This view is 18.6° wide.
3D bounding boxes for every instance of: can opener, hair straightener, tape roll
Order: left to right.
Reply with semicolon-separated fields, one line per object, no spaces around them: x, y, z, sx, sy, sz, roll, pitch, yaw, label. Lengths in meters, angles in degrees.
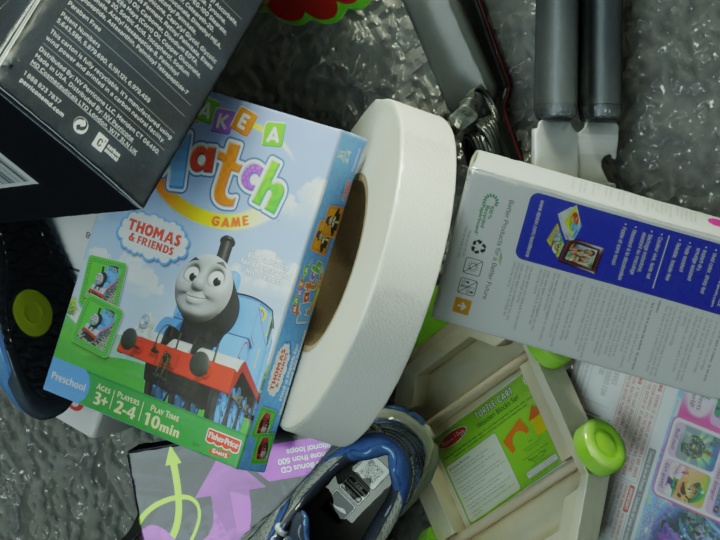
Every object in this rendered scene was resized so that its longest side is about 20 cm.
0.000;0.000;1.269;0.037;0.203;0.204;17;111;-14;tape roll
0.064;-0.079;1.276;0.041;0.077;0.202;-15;90;26;hair straightener
0.118;-0.100;1.251;0.066;0.052;0.202;-166;77;-73;can opener

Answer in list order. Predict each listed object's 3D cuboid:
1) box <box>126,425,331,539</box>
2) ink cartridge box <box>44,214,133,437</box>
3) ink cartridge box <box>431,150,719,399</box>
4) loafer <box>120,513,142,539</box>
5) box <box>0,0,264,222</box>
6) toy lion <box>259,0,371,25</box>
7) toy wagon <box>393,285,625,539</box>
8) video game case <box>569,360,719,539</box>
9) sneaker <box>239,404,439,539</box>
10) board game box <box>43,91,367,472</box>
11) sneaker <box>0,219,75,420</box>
-0.056;0.195;1.343;0.142;0.036;0.202;-11;93;7;box
-0.178;-0.013;1.422;0.145;0.084;0.202;26;109;24;ink cartridge box
0.145;0.007;1.213;0.198;0.037;0.095;17;116;5;ink cartridge box
-0.111;0.150;1.415;0.199;0.073;0.073;-32;92;19;loafer
-0.170;-0.142;1.261;0.199;0.124;0.198;-2;54;53;box
-0.049;-0.236;1.278;0.192;0.069;0.200;43;143;-10;toy lion
0.073;0.084;1.306;0.155;0.039;0.201;-38;68;39;toy wagon
0.205;0.081;1.253;0.181;0.024;0.202;22;108;25;video game case
-0.033;0.165;1.278;0.077;0.085;0.201;34;98;4;sneaker
-0.093;-0.002;1.287;0.150;0.037;0.202;18;91;31;board game box
-0.232;0.001;1.374;0.078;0.066;0.202;-24;84;43;sneaker
